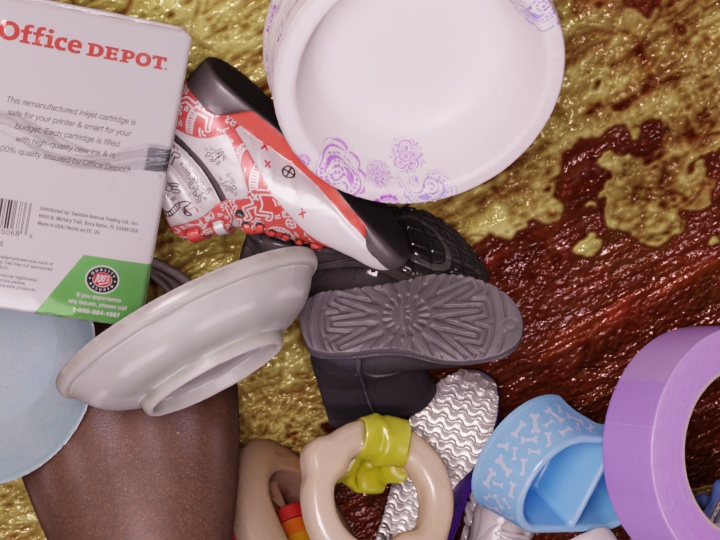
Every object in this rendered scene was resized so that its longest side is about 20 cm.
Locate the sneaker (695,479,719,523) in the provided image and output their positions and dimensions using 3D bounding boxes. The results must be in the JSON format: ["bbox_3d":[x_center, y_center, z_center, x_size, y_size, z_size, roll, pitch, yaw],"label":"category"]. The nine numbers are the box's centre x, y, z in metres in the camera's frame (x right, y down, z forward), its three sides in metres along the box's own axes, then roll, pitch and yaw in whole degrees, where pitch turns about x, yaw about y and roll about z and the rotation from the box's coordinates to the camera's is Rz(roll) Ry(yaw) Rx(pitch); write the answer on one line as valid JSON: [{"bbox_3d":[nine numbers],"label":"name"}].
[{"bbox_3d":[0.305,0.246,1.585,0.076,0.086,0.200,-13,155,-34],"label":"sneaker"}]

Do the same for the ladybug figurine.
[{"bbox_3d":[-0.057,0.232,1.411,0.072,0.201,0.135,-41,145,24],"label":"ladybug figurine"}]

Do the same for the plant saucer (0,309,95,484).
[{"bbox_3d":[-0.284,0.055,1.279,0.199,0.039,0.203,1,99,6],"label":"plant saucer"}]

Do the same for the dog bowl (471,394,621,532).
[{"bbox_3d":[0.179,0.165,1.455,0.199,0.050,0.112,7,114,-46],"label":"dog bowl"}]

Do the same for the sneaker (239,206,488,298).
[{"bbox_3d":[0.000,0.000,1.335,0.198,0.076,0.091,13,132,-12],"label":"sneaker"}]

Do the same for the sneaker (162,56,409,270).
[{"bbox_3d":[-0.067,-0.047,1.249,0.201,0.067,0.108,42,110,-8],"label":"sneaker"}]

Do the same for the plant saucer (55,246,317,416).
[{"bbox_3d":[-0.109,0.053,1.202,0.199,0.051,0.200,-28,170,-6],"label":"plant saucer"}]

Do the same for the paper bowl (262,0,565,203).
[{"bbox_3d":[0.032,-0.154,1.196,0.198,0.105,0.202,-6,127,-9],"label":"paper bowl"}]

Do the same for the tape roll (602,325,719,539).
[{"bbox_3d":[0.294,0.146,1.432,0.198,0.065,0.203,1,88,-30],"label":"tape roll"}]

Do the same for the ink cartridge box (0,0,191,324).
[{"bbox_3d":[-0.203,-0.076,1.167,0.145,0.083,0.202,10,97,-20],"label":"ink cartridge box"}]

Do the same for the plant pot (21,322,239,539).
[{"bbox_3d":[-0.167,0.169,1.317,0.185,0.201,0.188,-9,136,-9],"label":"plant pot"}]

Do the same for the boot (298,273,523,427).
[{"bbox_3d":[0.041,0.071,1.333,0.163,0.066,0.200,3,156,6],"label":"boot"}]

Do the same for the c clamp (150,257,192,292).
[{"bbox_3d":[-0.217,0.041,1.336,0.198,0.027,0.172,-23,128,5],"label":"c clamp"}]

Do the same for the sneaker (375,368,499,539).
[{"bbox_3d":[0.061,0.175,1.473,0.069,0.099,0.202,22,93,8],"label":"sneaker"}]

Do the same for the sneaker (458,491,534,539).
[{"bbox_3d":[0.115,0.250,1.535,0.075,0.081,0.201,18,119,-22],"label":"sneaker"}]

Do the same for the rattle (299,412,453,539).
[{"bbox_3d":[0.008,0.223,1.380,0.130,0.202,0.142,-20,173,-43],"label":"rattle"}]

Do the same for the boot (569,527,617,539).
[{"bbox_3d":[0.154,0.309,1.482,0.200,0.091,0.073,-41,149,13],"label":"boot"}]
